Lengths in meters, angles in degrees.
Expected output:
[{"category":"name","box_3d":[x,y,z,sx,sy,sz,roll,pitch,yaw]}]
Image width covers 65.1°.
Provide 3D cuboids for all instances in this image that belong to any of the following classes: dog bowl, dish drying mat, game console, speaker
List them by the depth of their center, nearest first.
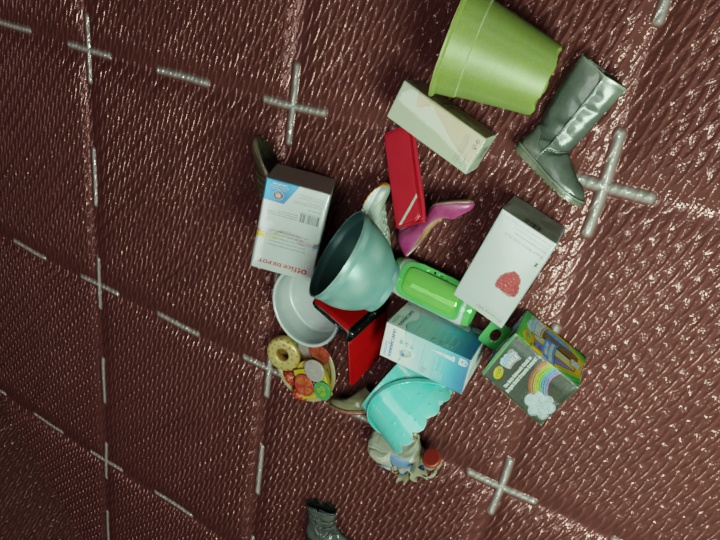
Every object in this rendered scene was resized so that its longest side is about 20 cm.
[{"category":"dish drying mat","box_3d":[0.092,-0.196,1.178,0.075,0.018,0.208,-11,84,36]},{"category":"speaker","box_3d":[0.158,0.043,1.221,0.195,0.088,0.091,25,118,20]},{"category":"game console","box_3d":[-0.019,0.125,1.279,0.171,0.199,0.121,38,120,12]},{"category":"dog bowl","box_3d":[-0.118,0.078,1.392,0.194,0.078,0.207,10,112,26]}]

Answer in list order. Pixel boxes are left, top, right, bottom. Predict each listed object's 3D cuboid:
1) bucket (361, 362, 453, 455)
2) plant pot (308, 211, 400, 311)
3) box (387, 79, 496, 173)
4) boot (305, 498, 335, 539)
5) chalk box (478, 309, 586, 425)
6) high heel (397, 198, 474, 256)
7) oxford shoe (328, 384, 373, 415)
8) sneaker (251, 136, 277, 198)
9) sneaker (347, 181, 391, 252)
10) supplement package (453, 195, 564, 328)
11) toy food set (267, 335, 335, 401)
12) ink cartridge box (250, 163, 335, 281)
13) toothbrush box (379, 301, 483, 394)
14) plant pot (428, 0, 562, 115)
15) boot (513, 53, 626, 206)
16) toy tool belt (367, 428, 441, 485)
[{"category":"bucket","box_3d":[0.104,0.292,1.274,0.135,0.206,0.209,43,122,13]},{"category":"plant pot","box_3d":[0.000,0.000,1.179,0.132,0.203,0.200,32,125,-18]},{"category":"box","box_3d":[0.158,-0.283,1.103,0.198,0.095,0.079,38,120,11]},{"category":"boot","box_3d":[-0.076,0.742,1.607,0.194,0.070,0.137,11,107,21]},{"category":"chalk box","box_3d":[0.335,0.179,1.146,0.199,0.123,0.126,41,123,12]},{"category":"high heel","box_3d":[0.157,-0.089,1.180,0.195,0.067,0.100,-9,93,37]},{"category":"oxford shoe","box_3d":[0.006,0.328,1.428,0.194,0.070,0.078,-2,81,30]},{"category":"sneaker","box_3d":[-0.229,-0.213,1.356,0.074,0.070,0.206,-18,99,25]},{"category":"sneaker","box_3d":[0.039,-0.100,1.254,0.090,0.076,0.204,29,127,9]},{"category":"supplement package","box_3d":[0.289,-0.017,1.104,0.120,0.119,0.204,33,120,14]},{"category":"toy food set","box_3d":[-0.149,0.255,1.488,0.193,0.048,0.206,-14,99,32]},{"category":"ink cartridge box","box_3d":[-0.150,-0.110,1.272,0.142,0.147,0.206,14,111,-4]},{"category":"toothbrush box","box_3d":[0.160,0.157,1.222,0.195,0.146,0.088,23,117,19]},{"category":"plant pot","box_3d":[0.241,-0.367,0.989,0.185,0.201,0.205,25,118,5]},{"category":"boot","box_3d":[0.393,-0.244,1.007,0.182,0.072,0.201,45,116,6]},{"category":"toy tool belt","box_3d":[0.116,0.457,1.384,0.194,0.127,0.125,11,144,29]}]
